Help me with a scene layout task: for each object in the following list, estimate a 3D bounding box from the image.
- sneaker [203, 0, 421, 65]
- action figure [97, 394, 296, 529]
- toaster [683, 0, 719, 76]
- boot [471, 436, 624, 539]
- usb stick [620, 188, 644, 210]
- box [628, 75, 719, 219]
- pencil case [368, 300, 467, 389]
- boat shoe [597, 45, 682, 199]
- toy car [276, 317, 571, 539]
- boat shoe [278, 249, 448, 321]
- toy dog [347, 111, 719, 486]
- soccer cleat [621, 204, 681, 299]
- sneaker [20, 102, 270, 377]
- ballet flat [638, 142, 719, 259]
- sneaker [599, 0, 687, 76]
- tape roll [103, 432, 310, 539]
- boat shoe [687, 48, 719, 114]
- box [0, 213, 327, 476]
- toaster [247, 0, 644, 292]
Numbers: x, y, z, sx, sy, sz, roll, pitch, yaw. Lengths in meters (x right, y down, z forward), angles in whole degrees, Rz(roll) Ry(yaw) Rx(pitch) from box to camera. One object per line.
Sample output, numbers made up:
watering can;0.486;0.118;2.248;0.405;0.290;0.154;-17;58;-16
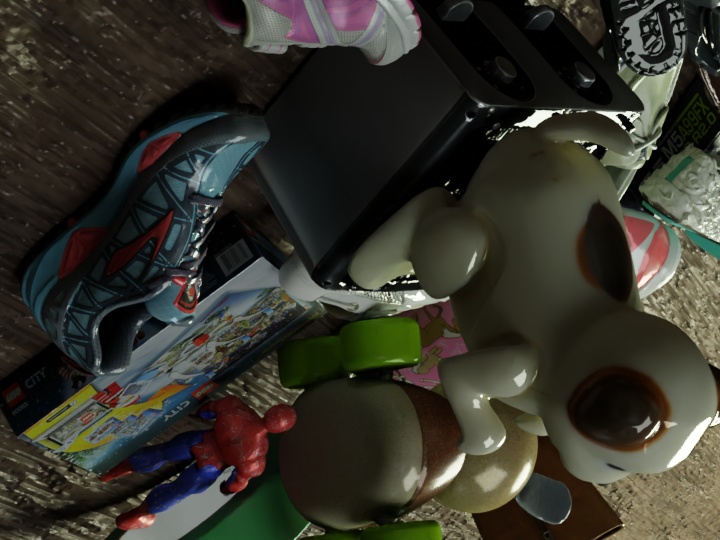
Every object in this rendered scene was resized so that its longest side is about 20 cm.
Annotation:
sneaker;-0.037;-0.157;1.293;0.088;0.082;0.200;-36;148;10
action figure;-0.108;0.127;1.690;0.051;0.066;0.200;-12;169;-40
toaster;0.277;-0.185;1.545;0.130;0.113;0.200;-59;163;-8
boot;0.141;0.117;1.880;0.188;0.201;0.069;-33;156;2
usb stick;0.126;0.001;1.851;0.199;0.033;0.056;-31;156;-7
box;0.306;-0.127;1.820;0.159;0.044;0.200;-14;150;-39
pencil case;0.060;0.042;1.767;0.200;0.083;0.087;-42;-167;24
boat shoe;0.180;-0.099;1.688;0.072;0.062;0.201;-16;150;-34
toy car;0.058;0.122;1.683;0.199;0.166;0.157;-1;171;-34
boat shoe;0.000;0.000;1.635;0.069;0.071;0.200;-40;158;15
toy dog;0.125;0.029;1.395;0.194;0.201;0.139;-43;155;23
soccer cleat;0.141;0.021;1.801;0.200;0.069;0.073;-37;136;22
sneaker;-0.111;-0.014;1.441;0.200;0.096;0.079;-46;154;27
ballet flat;0.267;-0.045;1.795;0.072;0.072;0.200;-38;156;13
sneaker;0.165;-0.197;1.479;0.059;0.104;0.201;-7;119;1
tape roll;-0.115;0.190;1.762;0.200;0.048;0.201;-33;-169;7
boat shoe;0.287;-0.113;1.694;0.070;0.071;0.200;-24;132;28
box;-0.129;0.053;1.618;0.199;0.038;0.137;-36;157;6
toaster;0.046;-0.074;1.495;0.180;0.119;0.200;-2;141;-49
